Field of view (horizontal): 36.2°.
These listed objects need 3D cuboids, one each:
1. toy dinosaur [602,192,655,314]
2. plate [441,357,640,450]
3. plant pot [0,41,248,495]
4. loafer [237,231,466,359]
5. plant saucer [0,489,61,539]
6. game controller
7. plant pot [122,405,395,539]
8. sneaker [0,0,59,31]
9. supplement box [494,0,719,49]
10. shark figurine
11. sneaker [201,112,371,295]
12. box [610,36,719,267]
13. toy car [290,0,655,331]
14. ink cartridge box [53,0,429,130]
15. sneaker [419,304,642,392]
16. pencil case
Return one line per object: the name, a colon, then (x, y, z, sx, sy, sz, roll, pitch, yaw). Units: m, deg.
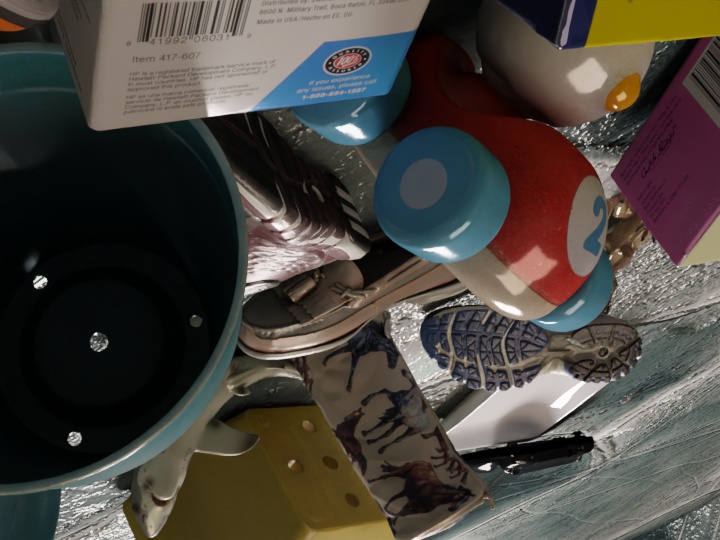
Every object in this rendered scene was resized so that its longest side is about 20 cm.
toy dinosaur: (0.237, -0.047, 0.921, 0.101, 0.058, 0.200, -16, 146, -56)
plate: (0.186, 0.141, 1.238, 0.200, 0.032, 0.200, -2, 148, -39)
plant pot: (-0.149, 0.018, 0.557, 0.200, 0.201, 0.188, -21, 166, -7)
loafer: (0.000, 0.000, 0.788, 0.200, 0.072, 0.063, -19, 138, -24)
plant saucer: (-0.229, 0.087, 0.599, 0.027, 0.201, 0.200, -17, 156, 12)
game controller: (0.211, 0.227, 1.385, 0.104, 0.042, 0.200, -3, 176, 38)
plant pot: (-0.072, 0.234, 1.034, 0.200, 0.200, 0.177, 3, 132, -43)
sneaker: (-0.207, -0.123, 0.372, 0.112, 0.078, 0.200, -32, 143, 25)
supplement box: (0.146, -0.173, 0.481, 0.199, 0.109, 0.110, -10, 128, -26)
shark figurine: (-0.118, 0.105, 0.893, 0.214, 0.128, 0.089, -28, -174, -35)
sneaker: (-0.079, -0.025, 0.654, 0.115, 0.076, 0.200, -28, 155, 14)
box: (0.315, -0.105, 0.786, 0.199, 0.097, 0.176, -8, 143, -29)
toy car: (0.101, -0.094, 0.583, 0.200, 0.177, 0.184, -45, 147, 13)
ink cartridge box: (-0.037, -0.155, 0.425, 0.146, 0.084, 0.200, -10, 150, -25)
sneaker: (0.147, 0.061, 1.000, 0.199, 0.085, 0.077, 6, 109, -12)
pencil case: (0.024, 0.116, 0.861, 0.089, 0.200, 0.078, -36, 163, 15)
